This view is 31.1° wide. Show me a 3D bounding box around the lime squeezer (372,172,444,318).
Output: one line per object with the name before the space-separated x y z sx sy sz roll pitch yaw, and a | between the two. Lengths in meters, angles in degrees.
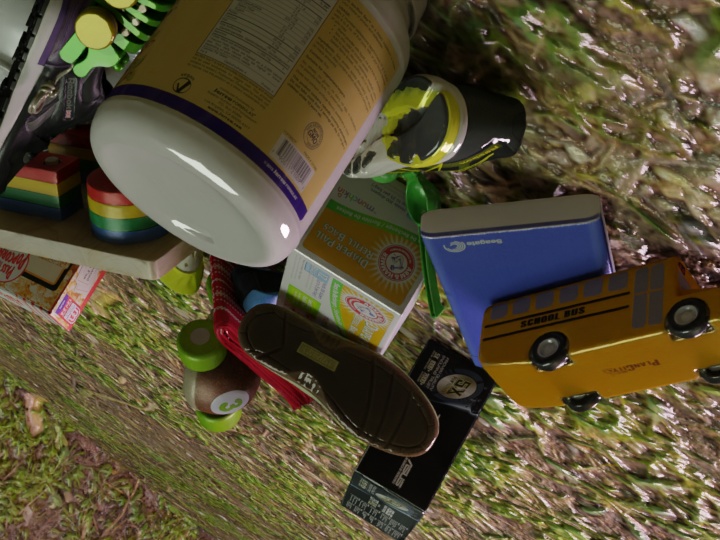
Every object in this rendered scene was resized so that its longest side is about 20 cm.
lime squeezer | 0.019 -0.061 1.022 0.200 0.071 0.038 51 174 -13

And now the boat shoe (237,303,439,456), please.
boat shoe | -0.016 0.094 1.151 0.199 0.072 0.076 37 175 4

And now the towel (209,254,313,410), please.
towel | -0.108 0.037 1.317 0.145 0.022 0.201 47 -162 -34

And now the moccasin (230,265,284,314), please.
moccasin | -0.053 0.029 1.310 0.068 0.081 0.200 50 -168 33

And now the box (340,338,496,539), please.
box | 0.060 0.188 1.395 0.086 0.164 0.200 30 159 6

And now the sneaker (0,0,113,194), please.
sneaker | -0.248 -0.132 1.052 0.087 0.076 0.201 20 121 -24

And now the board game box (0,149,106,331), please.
board game box | -0.306 -0.059 1.301 0.151 0.201 0.046 23 163 24

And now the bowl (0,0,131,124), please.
bowl | -0.282 -0.190 1.132 0.200 0.091 0.201 28 160 11

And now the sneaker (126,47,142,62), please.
sneaker | -0.089 -0.142 0.988 0.199 0.076 0.114 23 159 40

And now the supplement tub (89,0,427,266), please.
supplement tub | -0.058 -0.120 0.801 0.145 0.201 0.146 27 159 11

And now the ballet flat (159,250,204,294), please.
ballet flat | -0.218 -0.041 1.429 0.067 0.067 0.200 -9 137 30

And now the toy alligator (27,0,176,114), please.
toy alligator | -0.183 -0.177 0.960 0.054 0.059 0.200 32 123 -13

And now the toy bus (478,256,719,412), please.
toy bus | 0.187 0.047 0.946 0.199 0.079 0.065 -17 133 32

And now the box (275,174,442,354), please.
box | 0.000 0.000 1.137 0.112 0.102 0.200 31 160 4

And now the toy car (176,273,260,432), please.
toy car | -0.090 0.108 1.478 0.198 0.159 0.165 14 146 14

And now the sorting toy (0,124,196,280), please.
sorting toy | -0.215 -0.081 1.156 0.197 0.200 0.070 12 119 21

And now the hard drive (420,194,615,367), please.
hard drive | 0.133 0.014 1.007 0.131 0.026 0.200 -5 146 15

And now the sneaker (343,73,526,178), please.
sneaker | 0.044 -0.095 0.895 0.084 0.075 0.200 5 -173 -22
